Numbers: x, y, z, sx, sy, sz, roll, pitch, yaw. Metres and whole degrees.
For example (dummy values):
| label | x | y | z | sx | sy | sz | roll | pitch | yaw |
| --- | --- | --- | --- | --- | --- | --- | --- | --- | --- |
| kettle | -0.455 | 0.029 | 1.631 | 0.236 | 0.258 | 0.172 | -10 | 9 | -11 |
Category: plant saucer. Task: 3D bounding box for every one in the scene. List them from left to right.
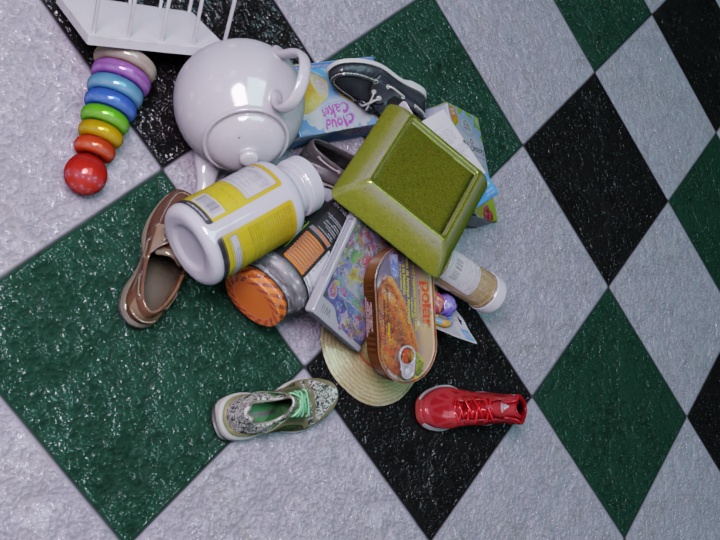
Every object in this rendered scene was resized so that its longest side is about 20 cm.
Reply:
| label | x | y | z | sx | sy | sz | roll | pitch | yaw |
| --- | --- | --- | --- | --- | --- | --- | --- | --- | --- |
| plant saucer | 0.086 | -0.127 | 1.146 | 0.199 | 0.048 | 0.201 | 37 | 60 | -11 |

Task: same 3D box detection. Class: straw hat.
| label | x | y | z | sx | sy | sz | roll | pitch | yaw |
| --- | --- | --- | --- | --- | --- | --- | --- | --- | --- |
| straw hat | 0.043 | 0.112 | 1.238 | 0.200 | 0.085 | 0.203 | 11 | 71 | -34 |

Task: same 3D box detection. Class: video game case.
| label | x | y | z | sx | sy | sz | roll | pitch | yaw |
| --- | --- | --- | --- | --- | --- | --- | --- | --- | --- |
| video game case | 0.000 | 0.000 | 1.163 | 0.143 | 0.018 | 0.201 | 46 | 63 | -50 |

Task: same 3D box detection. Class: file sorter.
| label | x | y | z | sx | sy | sz | roll | pitch | yaw |
| --- | --- | --- | --- | --- | --- | --- | --- | --- | --- |
| file sorter | -0.281 | -0.378 | 1.062 | 0.199 | 0.125 | 0.139 | -6 | 39 | -37 |

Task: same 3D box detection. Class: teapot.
| label | x | y | z | sx | sy | sz | roll | pitch | yaw |
| --- | --- | --- | --- | --- | --- | --- | --- | --- | --- |
| teapot | -0.158 | -0.207 | 1.086 | 0.196 | 0.201 | 0.147 | -12 | 56 | -5 |

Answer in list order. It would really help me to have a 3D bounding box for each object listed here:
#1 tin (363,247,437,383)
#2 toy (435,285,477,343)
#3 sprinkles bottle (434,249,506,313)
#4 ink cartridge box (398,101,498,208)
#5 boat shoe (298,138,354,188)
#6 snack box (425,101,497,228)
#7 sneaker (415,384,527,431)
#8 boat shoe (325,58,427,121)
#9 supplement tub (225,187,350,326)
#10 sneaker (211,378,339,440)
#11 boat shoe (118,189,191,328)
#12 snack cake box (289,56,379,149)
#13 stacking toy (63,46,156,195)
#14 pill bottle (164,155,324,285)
| label | x | y | z | sx | sy | sz | roll | pitch | yaw |
| --- | --- | --- | --- | --- | --- | --- | --- | --- | --- |
| tin | 0.059 | 0.065 | 1.173 | 0.111 | 0.042 | 0.202 | -3 | 91 | -31 |
| toy | 0.105 | 0.045 | 1.288 | 0.199 | 0.047 | 0.115 | 18 | 27 | -31 |
| sprinkles bottle | 0.154 | 0.004 | 1.286 | 0.199 | 0.068 | 0.069 | 30 | 62 | -38 |
| ink cartridge box | 0.117 | -0.173 | 1.275 | 0.068 | 0.116 | 0.201 | -33 | 89 | -35 |
| boat shoe | -0.003 | -0.151 | 1.259 | 0.198 | 0.057 | 0.067 | 18 | 41 | -18 |
| snack box | 0.180 | -0.183 | 1.411 | 0.142 | 0.053 | 0.202 | 5 | 73 | -60 |
| sneaker | 0.193 | 0.221 | 1.303 | 0.199 | 0.115 | 0.079 | 1 | 78 | -37 |
| boat shoe | 0.032 | -0.277 | 1.254 | 0.199 | 0.075 | 0.061 | 8 | 68 | -35 |
| supplement tub | -0.096 | -0.020 | 1.145 | 0.123 | 0.122 | 0.200 | 52 | 55 | -14 |
| sneaker | -0.101 | 0.193 | 1.106 | 0.199 | 0.088 | 0.078 | -9 | 84 | -38 |
| boat shoe | -0.255 | -0.020 | 1.056 | 0.075 | 0.072 | 0.202 | 25 | 64 | -30 |
| snack cake box | -0.053 | -0.269 | 1.278 | 0.199 | 0.067 | 0.116 | -18 | 89 | -39 |
| stacking toy | -0.334 | -0.193 | 1.042 | 0.085 | 0.085 | 0.202 | 22 | 70 | -30 |
| pill bottle | -0.144 | -0.073 | 1.031 | 0.199 | 0.112 | 0.113 | -33 | 99 | -33 |
